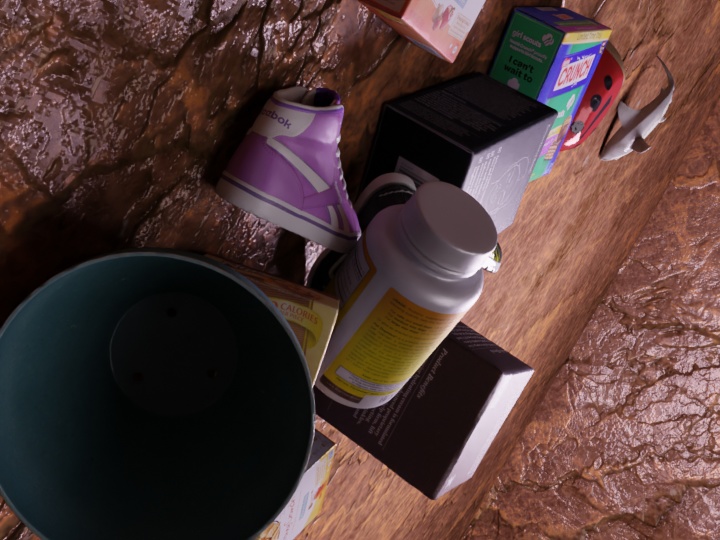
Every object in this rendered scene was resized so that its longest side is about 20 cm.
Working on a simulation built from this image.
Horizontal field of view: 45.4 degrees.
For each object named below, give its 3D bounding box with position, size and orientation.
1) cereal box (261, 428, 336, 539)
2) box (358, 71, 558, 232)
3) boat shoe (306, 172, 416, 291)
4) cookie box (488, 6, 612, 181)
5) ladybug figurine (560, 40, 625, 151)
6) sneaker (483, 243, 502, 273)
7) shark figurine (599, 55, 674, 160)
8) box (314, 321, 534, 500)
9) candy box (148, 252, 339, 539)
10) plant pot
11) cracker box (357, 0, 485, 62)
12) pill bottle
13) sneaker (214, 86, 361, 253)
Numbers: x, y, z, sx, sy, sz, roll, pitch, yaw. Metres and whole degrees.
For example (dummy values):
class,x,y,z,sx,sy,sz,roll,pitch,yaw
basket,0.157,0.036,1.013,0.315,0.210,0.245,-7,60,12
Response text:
class,x,y,z,sx,sy,sz,roll,pitch,yaw
cereal box,-0.111,0.295,1.009,0.200,0.039,0.145,-38,151,-42
box,0.099,-0.105,0.901,0.199,0.107,0.150,-29,145,-49
boat shoe,0.000,0.000,0.831,0.075,0.061,0.201,7,130,-21
cookie box,0.209,-0.209,1.043,0.171,0.075,0.202,-24,140,-53
ladybug figurine,0.313,-0.243,1.226,0.201,0.072,0.136,-52,158,-15
sneaker,0.157,-0.053,1.137,0.085,0.074,0.200,-61,158,7
shark figurine,0.524,-0.302,1.607,0.215,0.089,0.128,-52,-168,5
box,0.070,0.137,1.032,0.167,0.199,0.164,-60,158,8
candy box,-0.101,0.100,0.679,0.055,0.114,0.202,-100,-151,-81
plant pot,-0.132,0.075,0.574,0.202,0.199,0.135,-61,-169,7
cracker box,0.082,-0.284,0.693,0.202,0.057,0.134,-63,158,10
pill bottle,0.031,0.021,0.734,0.109,0.109,0.201,-30,162,-49
sneaker,-0.031,-0.083,0.704,0.115,0.072,0.200,-64,160,1
